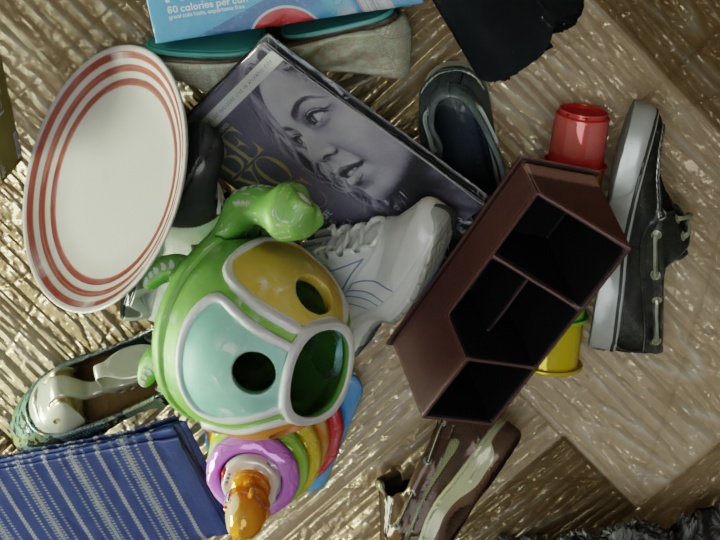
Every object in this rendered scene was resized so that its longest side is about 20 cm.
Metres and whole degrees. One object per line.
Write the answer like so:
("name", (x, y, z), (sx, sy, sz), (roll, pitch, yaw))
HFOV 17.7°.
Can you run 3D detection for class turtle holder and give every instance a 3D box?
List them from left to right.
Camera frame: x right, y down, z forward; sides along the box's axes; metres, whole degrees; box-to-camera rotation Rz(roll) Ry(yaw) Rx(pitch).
("turtle holder", (-0.064, 0.034, 1.645), (0.132, 0.141, 0.186), (25, 88, 41))

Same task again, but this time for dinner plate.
("dinner plate", (-0.183, -0.066, 1.689), (0.024, 0.200, 0.200), (16, 117, -41))

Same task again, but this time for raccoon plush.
("raccoon plush", (0.201, 0.233, 1.800), (0.200, 0.134, 0.097), (-8, 94, -23))

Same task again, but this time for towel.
("towel", (-0.211, 0.179, 1.820), (0.200, 0.024, 0.145), (-11, 136, 12))

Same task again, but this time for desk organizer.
("desk organizer", (0.105, 0.018, 1.658), (0.072, 0.077, 0.200), (8, 133, -32))

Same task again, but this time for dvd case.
("dvd case", (-0.026, -0.075, 1.684), (0.200, 0.016, 0.149), (36, 140, -13))

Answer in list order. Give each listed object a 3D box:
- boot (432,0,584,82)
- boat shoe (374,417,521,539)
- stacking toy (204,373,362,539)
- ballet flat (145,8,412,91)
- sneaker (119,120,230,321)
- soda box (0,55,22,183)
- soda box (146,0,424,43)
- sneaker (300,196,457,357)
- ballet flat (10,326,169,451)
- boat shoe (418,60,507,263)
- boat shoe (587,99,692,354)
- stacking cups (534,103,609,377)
("boot", (0.105, -0.252, 1.620), (0.168, 0.076, 0.200), (46, 71, -36))
("boat shoe", (0.044, 0.184, 1.796), (0.075, 0.075, 0.202), (35, 105, 9))
("stacking toy", (-0.075, 0.145, 1.720), (0.110, 0.200, 0.116), (21, 115, -1))
("ballet flat", (-0.060, -0.150, 1.686), (0.200, 0.067, 0.062), (-6, 117, 10))
("sneaker", (-0.116, -0.033, 1.720), (0.088, 0.074, 0.200), (12, 138, -12))
("soda box", (-0.309, -0.164, 1.713), (0.068, 0.064, 0.200), (-6, 108, 10))
("soda box", (-0.053, -0.216, 1.661), (0.200, 0.064, 0.068), (-7, 108, 10))
("sneaker", (0.000, 0.000, 1.690), (0.087, 0.075, 0.200), (39, 139, -6))
("ballet flat", (-0.200, 0.086, 1.776), (0.200, 0.074, 0.074), (-24, 105, 19))
("boat shoe", (0.078, -0.052, 1.704), (0.073, 0.062, 0.200), (-7, 110, 7))
("boat shoe", (0.210, -0.031, 1.695), (0.064, 0.071, 0.200), (7, 118, 5))
("stacking cups", (0.146, -0.024, 1.711), (0.060, 0.061, 0.200), (6, 107, 5))
